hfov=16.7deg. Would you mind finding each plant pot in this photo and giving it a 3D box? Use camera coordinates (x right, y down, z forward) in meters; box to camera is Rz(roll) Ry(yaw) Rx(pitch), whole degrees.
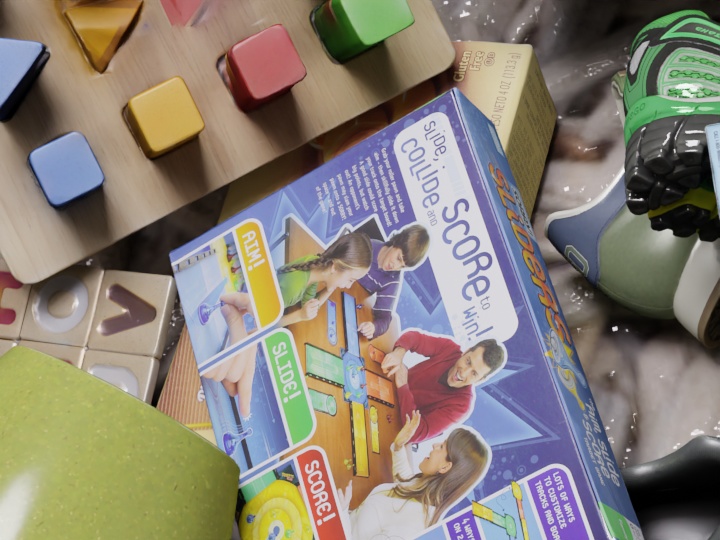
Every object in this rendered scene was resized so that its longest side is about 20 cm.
[{"bbox_3d":[-0.127,0.135,0.852,0.187,0.187,0.200,23,77,28],"label":"plant pot"}]

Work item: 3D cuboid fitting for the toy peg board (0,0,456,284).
[{"bbox_3d":[-0.088,-0.127,0.938,0.199,0.098,0.200,-28,93,-7],"label":"toy peg board"}]

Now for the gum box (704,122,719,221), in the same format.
[{"bbox_3d":[0.233,-0.007,0.858,0.200,0.170,0.045,-11,56,11],"label":"gum box"}]

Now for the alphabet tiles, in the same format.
[{"bbox_3d":[-0.136,0.094,0.965,0.167,0.008,0.200,6,77,29],"label":"alphabet tiles"}]

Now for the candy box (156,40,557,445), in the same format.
[{"bbox_3d":[0.000,0.000,0.995,0.115,0.055,0.200,5,62,22],"label":"candy box"}]

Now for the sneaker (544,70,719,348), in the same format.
[{"bbox_3d":[0.144,-0.071,0.987,0.090,0.067,0.200,22,71,22],"label":"sneaker"}]

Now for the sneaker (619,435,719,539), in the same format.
[{"bbox_3d":[0.068,0.114,0.885,0.200,0.085,0.075,-28,54,-1],"label":"sneaker"}]

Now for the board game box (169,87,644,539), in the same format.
[{"bbox_3d":[0.012,0.048,0.887,0.135,0.034,0.200,-29,55,18],"label":"board game box"}]

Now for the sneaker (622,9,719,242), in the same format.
[{"bbox_3d":[0.189,-0.051,0.906,0.200,0.078,0.085,13,59,-24],"label":"sneaker"}]
